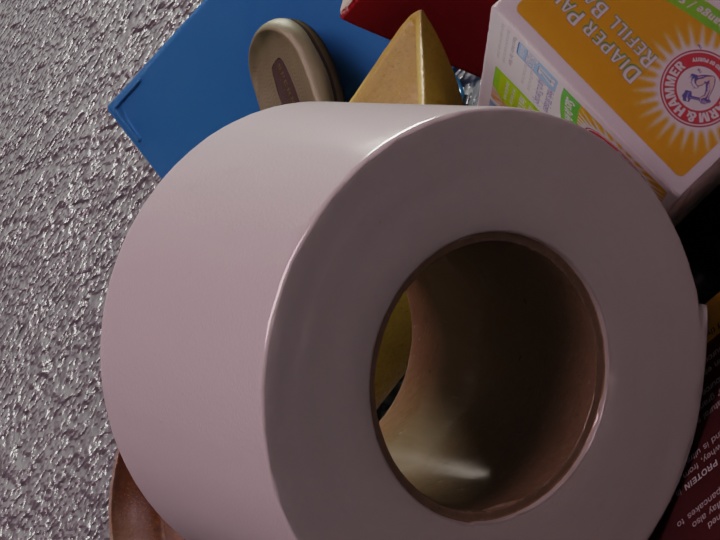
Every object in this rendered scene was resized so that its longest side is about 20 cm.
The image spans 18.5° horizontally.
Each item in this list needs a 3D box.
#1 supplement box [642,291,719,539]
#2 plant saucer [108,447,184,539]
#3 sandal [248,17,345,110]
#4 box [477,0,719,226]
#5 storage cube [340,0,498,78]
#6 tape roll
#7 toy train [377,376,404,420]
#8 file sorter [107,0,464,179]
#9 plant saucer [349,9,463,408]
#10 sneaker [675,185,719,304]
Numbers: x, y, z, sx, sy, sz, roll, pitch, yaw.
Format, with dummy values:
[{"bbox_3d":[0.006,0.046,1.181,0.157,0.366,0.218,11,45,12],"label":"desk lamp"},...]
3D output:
[{"bbox_3d":[0.179,0.128,0.874,0.197,0.133,0.200,-44,34,27],"label":"supplement box"},{"bbox_3d":[-0.067,0.100,1.232,0.200,0.034,0.201,-29,47,36],"label":"plant saucer"},{"bbox_3d":[-0.031,-0.051,1.241,0.080,0.057,0.201,-48,57,43],"label":"sandal"},{"bbox_3d":[0.125,-0.087,0.959,0.101,0.113,0.200,-44,-7,-4],"label":"box"},{"bbox_3d":[0.109,-0.215,1.187,0.200,0.179,0.171,-48,31,45],"label":"storage cube"},{"bbox_3d":[0.015,0.035,0.869,0.139,0.202,0.203,8,72,58],"label":"tape roll"},{"bbox_3d":[0.056,0.030,1.200,0.201,0.085,0.114,-68,18,-6],"label":"toy train"},{"bbox_3d":[-0.025,-0.118,1.358,0.200,0.123,0.139,-44,78,26],"label":"file sorter"},{"bbox_3d":[0.000,0.000,1.103,0.200,0.048,0.200,-55,21,33],"label":"plant saucer"},{"bbox_3d":[0.175,-0.001,1.048,0.104,0.060,0.200,-49,23,-6],"label":"sneaker"}]
